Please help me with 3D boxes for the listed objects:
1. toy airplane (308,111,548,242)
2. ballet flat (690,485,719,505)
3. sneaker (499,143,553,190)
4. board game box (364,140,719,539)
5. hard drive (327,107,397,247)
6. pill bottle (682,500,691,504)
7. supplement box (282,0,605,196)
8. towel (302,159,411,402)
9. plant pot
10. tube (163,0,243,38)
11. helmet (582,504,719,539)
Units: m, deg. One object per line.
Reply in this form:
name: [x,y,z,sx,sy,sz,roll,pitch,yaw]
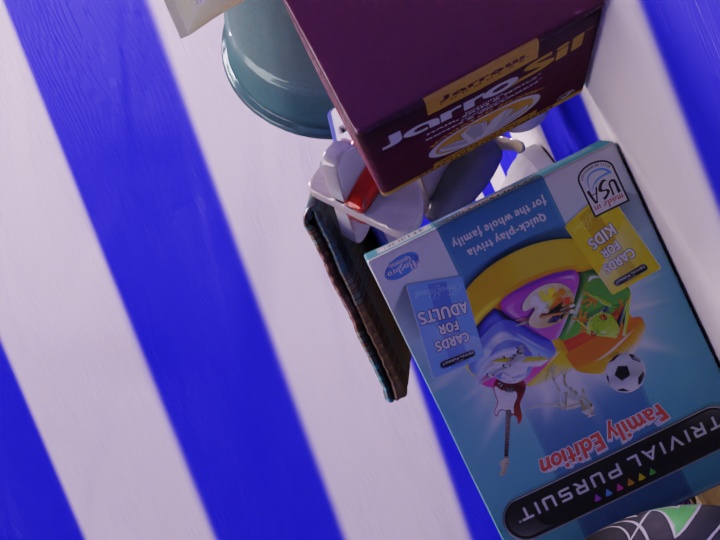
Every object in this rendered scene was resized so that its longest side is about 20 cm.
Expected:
toy airplane: [0.049,-0.106,1.035,0.200,0.141,0.199,-50,-35,-70]
ballet flat: [0.219,0.160,1.005,0.069,0.063,0.200,64,-179,-68]
sneaker: [0.105,-0.036,1.243,0.074,0.116,0.200,62,-176,-9]
board game box: [0.113,0.049,0.914,0.200,0.151,0.047,64,-178,-5]
hard drive: [0.031,-0.017,1.186,0.132,0.025,0.200,-103,-12,-70]
pill bottle: [0.169,0.162,1.107,0.200,0.112,0.112,33,-153,-52]
supplement box: [0.039,-0.122,0.812,0.103,0.131,0.200,63,-178,7]
towel: [0.000,0.000,1.136,0.200,0.022,0.147,-75,-40,-76]
plant pot: [-0.024,-0.234,1.228,0.196,0.200,0.200,78,169,-62]
tube: [-0.042,-0.226,1.047,0.052,0.200,0.058,65,179,-56]
helmet: [0.168,0.212,0.828,0.200,0.191,0.200,25,-135,-28]
